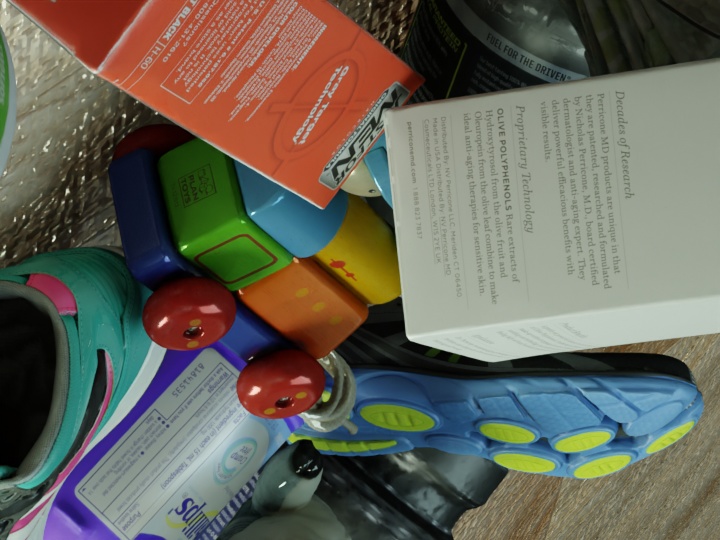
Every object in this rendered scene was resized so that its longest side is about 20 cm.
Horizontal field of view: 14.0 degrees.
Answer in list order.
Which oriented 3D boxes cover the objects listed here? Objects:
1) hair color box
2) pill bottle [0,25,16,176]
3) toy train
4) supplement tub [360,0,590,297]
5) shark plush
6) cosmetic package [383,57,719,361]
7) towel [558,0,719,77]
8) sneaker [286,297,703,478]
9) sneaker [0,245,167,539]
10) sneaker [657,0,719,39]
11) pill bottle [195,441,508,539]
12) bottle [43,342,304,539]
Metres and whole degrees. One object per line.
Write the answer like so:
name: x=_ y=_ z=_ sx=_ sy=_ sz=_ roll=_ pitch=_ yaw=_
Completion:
hair color box: x=-0.061 y=-0.088 z=0.923 sx=0.061 sy=0.101 sz=0.200 roll=-53 pitch=159 yaw=4
pill bottle: x=-0.166 y=-0.071 z=0.722 sx=0.111 sy=0.111 sz=0.200 roll=-48 pitch=159 yaw=-6
toy train: x=0.000 y=0.000 z=1.106 sx=0.115 sy=0.085 sz=0.200 roll=-24 pitch=147 yaw=17
supplement tub: x=0.077 y=-0.079 z=1.188 sx=0.122 sy=0.122 sz=0.200 roll=-30 pitch=152 yaw=-42
shark plush: x=-0.055 y=0.118 z=1.224 sx=0.083 sy=0.091 sz=0.200 roll=-27 pitch=-166 yaw=-12
cosmetic package: x=0.120 y=-0.022 z=0.989 sx=0.199 sy=0.085 sz=0.108 roll=-9 pitch=171 yaw=16
towel: x=0.124 y=-0.165 z=1.082 sx=0.200 sy=0.172 sz=0.048 roll=-33 pitch=-175 yaw=-38
sneaker: x=0.049 y=0.039 z=1.258 sx=0.071 sy=0.199 sz=0.083 roll=67 pitch=34 yaw=-50
sneaker: x=-0.146 y=0.078 z=1.047 sx=0.200 sy=0.083 sz=0.121 roll=-61 pitch=163 yaw=6
sneaker: x=0.115 y=-0.188 z=0.998 sx=0.146 sy=0.202 sz=0.077 roll=-45 pitch=-172 yaw=-24
pill bottle: x=-0.025 y=0.144 z=1.369 sx=0.200 sy=0.112 sz=0.112 roll=-51 pitch=159 yaw=2
bottle: x=-0.102 y=0.099 z=1.199 sx=0.200 sy=0.065 sz=0.084 roll=-47 pitch=165 yaw=-8
